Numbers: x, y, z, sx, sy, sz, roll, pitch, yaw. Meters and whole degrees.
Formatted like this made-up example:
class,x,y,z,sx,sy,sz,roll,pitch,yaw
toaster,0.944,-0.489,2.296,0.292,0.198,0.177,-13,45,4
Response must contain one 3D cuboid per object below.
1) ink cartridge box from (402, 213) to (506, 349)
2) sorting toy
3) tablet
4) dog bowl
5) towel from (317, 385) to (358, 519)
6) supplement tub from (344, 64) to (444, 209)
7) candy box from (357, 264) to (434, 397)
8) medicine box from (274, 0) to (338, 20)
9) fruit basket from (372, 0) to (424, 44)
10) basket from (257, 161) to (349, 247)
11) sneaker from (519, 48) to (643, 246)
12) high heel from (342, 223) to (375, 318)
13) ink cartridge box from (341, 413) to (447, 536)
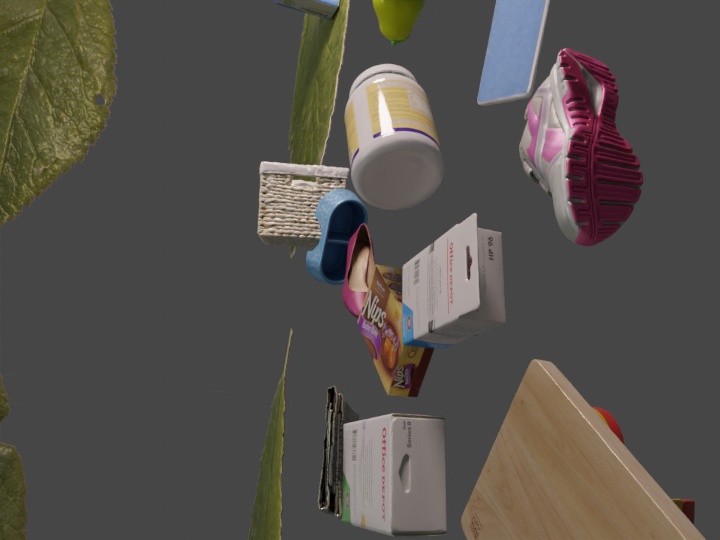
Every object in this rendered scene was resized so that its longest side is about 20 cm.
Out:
class,x,y,z,sx,sy,sz,roll,pitch,yaw
ink cartridge box,0.121,0.021,0.731,0.200,0.067,0.118,139,136,-63
sorting toy,0.179,0.215,0.476,0.201,0.068,0.202,-117,39,-60
tablet,0.199,-0.313,0.729,0.130,0.013,0.204,-150,69,-70
dog bowl,-0.044,-0.064,1.209,0.049,0.110,0.204,32,113,55
towel,-0.027,0.313,0.982,0.201,0.034,0.196,66,-155,-62
supplement tub,0.049,-0.215,0.928,0.146,0.143,0.203,120,152,-47
candy box,0.055,0.089,0.922,0.201,0.055,0.119,-117,39,-58
medicine box,-0.148,-0.884,1.739,0.103,0.179,0.204,174,103,-71
fruit basket,0.078,-0.526,1.044,0.218,0.154,0.216,61,-176,-6
basket,-0.131,-0.142,1.317,0.200,0.194,0.164,151,122,-82
sneaker,0.199,-0.106,0.552,0.088,0.080,0.203,127,154,-57
high heel,0.000,0.000,1.094,0.201,0.066,0.098,-103,17,-54
ink cartridge box,0.042,0.286,0.826,0.200,0.086,0.148,136,138,-64
